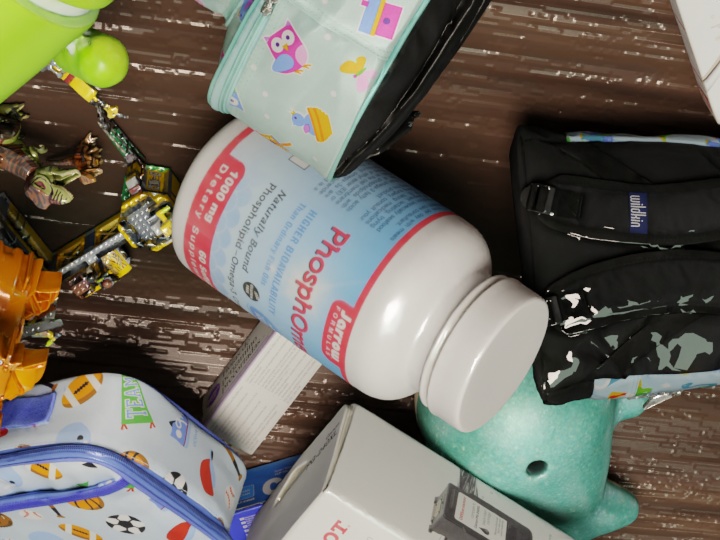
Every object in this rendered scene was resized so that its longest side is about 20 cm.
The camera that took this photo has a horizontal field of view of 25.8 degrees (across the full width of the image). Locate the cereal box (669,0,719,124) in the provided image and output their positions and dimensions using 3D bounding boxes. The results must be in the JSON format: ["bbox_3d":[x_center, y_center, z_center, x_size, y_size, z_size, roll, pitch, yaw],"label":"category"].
[{"bbox_3d":[0.232,-0.196,0.870,0.142,0.040,0.201,-23,119,8],"label":"cereal box"}]

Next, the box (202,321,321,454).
[{"bbox_3d":[-0.030,0.027,0.974,0.041,0.039,0.201,29,113,-19],"label":"box"}]

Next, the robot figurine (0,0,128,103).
[{"bbox_3d":[-0.188,-0.142,0.744,0.199,0.116,0.175,-36,119,23],"label":"robot figurine"}]

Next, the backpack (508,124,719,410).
[{"bbox_3d":[0.193,-0.005,0.917,0.197,0.154,0.165,-8,78,7],"label":"backpack"}]

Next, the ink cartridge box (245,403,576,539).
[{"bbox_3d":[0.034,0.195,0.963,0.199,0.084,0.146,32,127,-7],"label":"ink cartridge box"}]

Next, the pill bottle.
[{"bbox_3d":[0.000,0.000,0.861,0.199,0.108,0.110,33,121,25],"label":"pill bottle"}]

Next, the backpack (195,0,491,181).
[{"bbox_3d":[-0.006,-0.156,0.796,0.152,0.176,0.202,23,117,1],"label":"backpack"}]

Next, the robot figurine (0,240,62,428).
[{"bbox_3d":[-0.217,0.092,0.827,0.058,0.146,0.201,20,119,-15],"label":"robot figurine"}]

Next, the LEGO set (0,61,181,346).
[{"bbox_3d":[-0.189,-0.043,0.872,0.152,0.116,0.201,-23,120,8],"label":"LEGO set"}]

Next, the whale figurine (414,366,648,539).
[{"bbox_3d":[0.117,0.118,1.004,0.158,0.104,0.201,-25,122,8],"label":"whale figurine"}]

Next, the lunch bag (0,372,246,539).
[{"bbox_3d":[-0.180,0.127,0.949,0.198,0.076,0.160,-13,142,32],"label":"lunch bag"}]

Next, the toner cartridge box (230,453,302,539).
[{"bbox_3d":[-0.074,0.185,1.059,0.198,0.043,0.096,-16,120,4],"label":"toner cartridge box"}]
